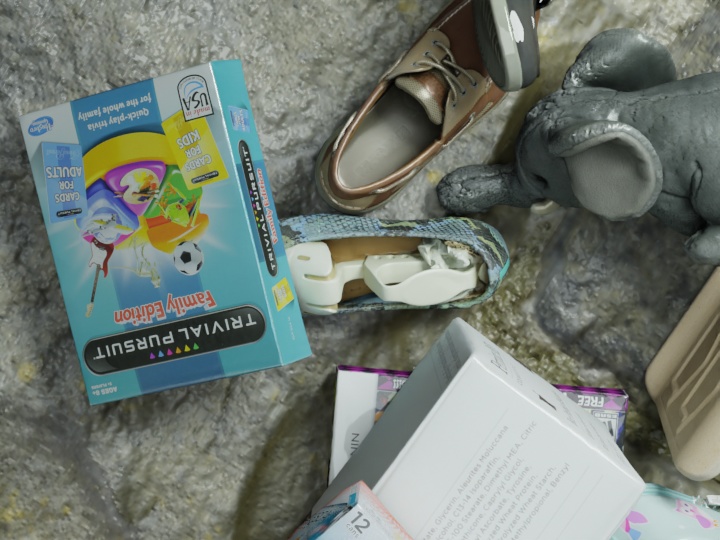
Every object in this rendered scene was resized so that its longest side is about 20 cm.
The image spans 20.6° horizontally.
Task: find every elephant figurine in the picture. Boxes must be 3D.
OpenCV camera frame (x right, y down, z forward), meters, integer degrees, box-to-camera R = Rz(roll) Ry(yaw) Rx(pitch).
[{"bbox_3d":[0.166,-0.080,1.275,0.199,0.142,0.156,16,98,-4],"label":"elephant figurine"}]

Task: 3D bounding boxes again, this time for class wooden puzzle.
[{"bbox_3d":[0.255,0.035,1.242,0.046,0.200,0.185,31,101,-6],"label":"wooden puzzle"}]

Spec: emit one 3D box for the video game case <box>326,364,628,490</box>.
[{"bbox_3d":[0.074,0.162,1.340,0.199,0.036,0.182,6,94,0],"label":"video game case"}]

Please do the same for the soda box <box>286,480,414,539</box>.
[{"bbox_3d":[0.040,0.214,1.091,0.064,0.068,0.200,-41,93,5],"label":"soda box"}]

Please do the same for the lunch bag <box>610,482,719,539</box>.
[{"bbox_3d":[0.177,0.227,1.237,0.160,0.077,0.200,22,110,-30],"label":"lunch bag"}]

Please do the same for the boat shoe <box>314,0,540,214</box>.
[{"bbox_3d":[0.049,-0.116,1.309,0.076,0.072,0.200,39,89,-1],"label":"boat shoe"}]

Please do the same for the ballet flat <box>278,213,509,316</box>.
[{"bbox_3d":[0.000,0.000,1.314,0.199,0.074,0.074,-7,92,2],"label":"ballet flat"}]

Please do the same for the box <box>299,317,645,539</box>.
[{"bbox_3d":[0.057,0.153,1.221,0.131,0.199,0.200,36,95,-3],"label":"box"}]

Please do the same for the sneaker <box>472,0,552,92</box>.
[{"bbox_3d":[0.125,-0.205,1.271,0.106,0.075,0.200,-2,61,-2],"label":"sneaker"}]

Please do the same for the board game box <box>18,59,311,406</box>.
[{"bbox_3d":[-0.130,-0.024,1.303,0.151,0.047,0.201,-13,92,25],"label":"board game box"}]
